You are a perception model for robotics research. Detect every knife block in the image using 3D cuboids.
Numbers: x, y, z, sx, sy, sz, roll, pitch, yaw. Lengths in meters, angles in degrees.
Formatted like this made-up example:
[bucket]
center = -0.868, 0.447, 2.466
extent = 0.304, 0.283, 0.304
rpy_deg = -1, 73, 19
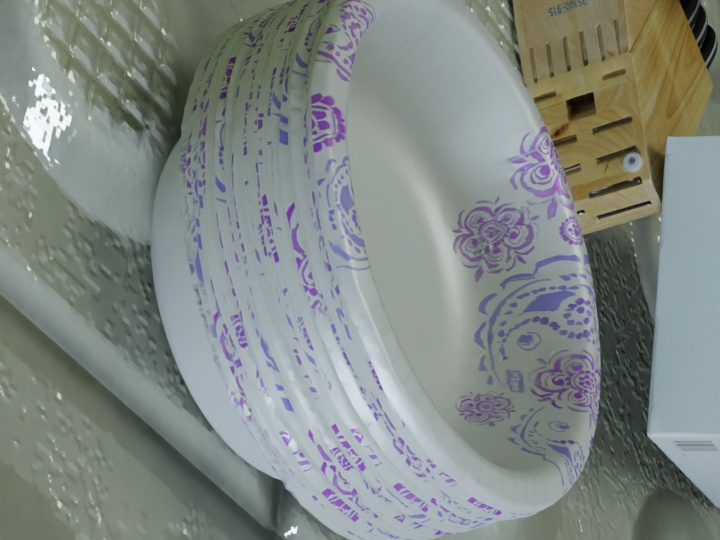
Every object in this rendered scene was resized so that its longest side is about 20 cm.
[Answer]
[knife block]
center = 0.151, -0.097, 1.176
extent = 0.175, 0.064, 0.201
rpy_deg = 26, 53, -54

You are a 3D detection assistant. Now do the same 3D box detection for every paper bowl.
[paper bowl]
center = 0.000, 0.000, 0.791
extent = 0.201, 0.104, 0.202
rpy_deg = 39, 43, -49

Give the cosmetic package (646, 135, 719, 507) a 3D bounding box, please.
[cosmetic package]
center = 0.195, 0.033, 1.127
extent = 0.200, 0.051, 0.152
rpy_deg = 40, 51, -66
